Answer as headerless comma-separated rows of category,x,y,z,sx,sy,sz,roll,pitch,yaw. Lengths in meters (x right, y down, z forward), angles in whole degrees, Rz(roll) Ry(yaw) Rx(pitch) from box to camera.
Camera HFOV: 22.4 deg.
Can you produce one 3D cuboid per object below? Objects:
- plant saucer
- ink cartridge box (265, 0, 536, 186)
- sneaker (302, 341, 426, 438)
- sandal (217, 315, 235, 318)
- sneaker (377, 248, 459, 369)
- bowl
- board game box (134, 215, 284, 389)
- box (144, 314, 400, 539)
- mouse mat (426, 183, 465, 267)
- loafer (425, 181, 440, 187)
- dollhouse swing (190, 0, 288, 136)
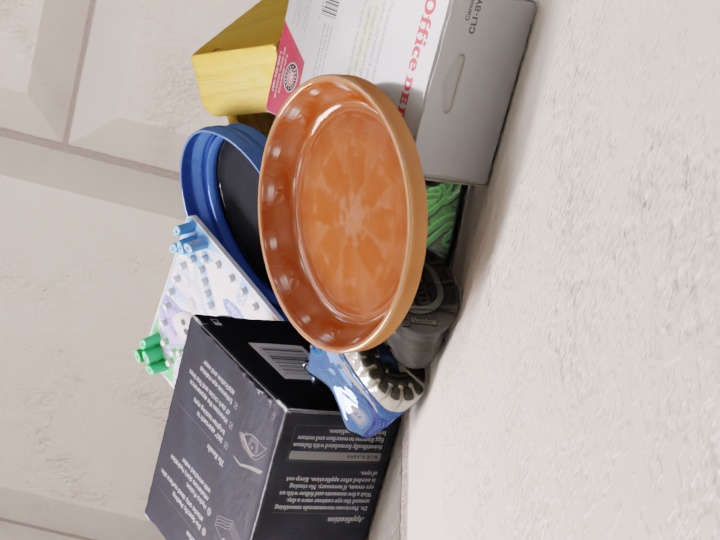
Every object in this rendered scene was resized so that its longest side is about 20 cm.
plant saucer,-0.011,-0.041,1.320,0.200,0.032,0.202,11,103,55
ink cartridge box,0.026,-0.160,1.367,0.200,0.083,0.146,30,110,50
sneaker,-0.019,0.047,1.452,0.089,0.078,0.201,-53,43,35
sandal,-0.137,0.131,1.692,0.087,0.079,0.202,28,125,40
sneaker,0.017,-0.012,1.395,0.091,0.075,0.201,97,162,-53
bowl,-0.099,-0.044,1.696,0.200,0.039,0.202,40,144,38
board game box,-0.140,0.083,1.758,0.200,0.026,0.201,48,137,26
box,-0.081,0.169,1.558,0.197,0.117,0.202,39,118,54
mouse mat,0.024,-0.034,1.510,0.199,0.007,0.162,-16,57,55
loafer,0.063,-0.162,1.444,0.075,0.069,0.202,144,141,-60
dollhouse swing,-0.029,-0.184,1.721,0.181,0.177,0.200,1,35,49
